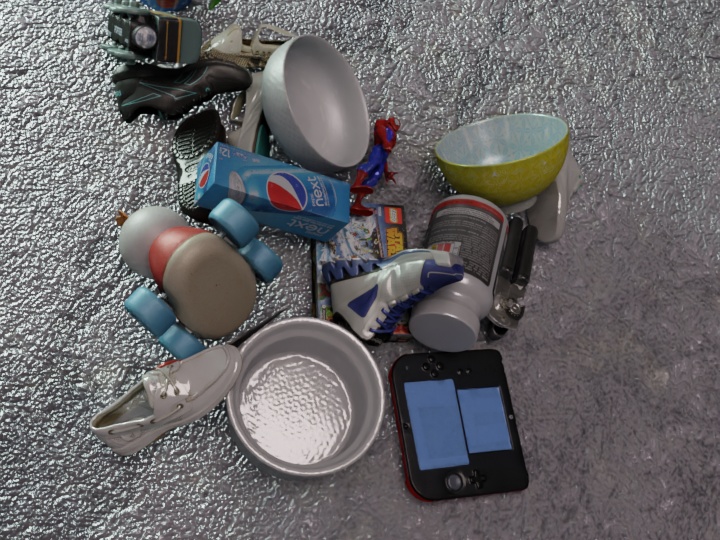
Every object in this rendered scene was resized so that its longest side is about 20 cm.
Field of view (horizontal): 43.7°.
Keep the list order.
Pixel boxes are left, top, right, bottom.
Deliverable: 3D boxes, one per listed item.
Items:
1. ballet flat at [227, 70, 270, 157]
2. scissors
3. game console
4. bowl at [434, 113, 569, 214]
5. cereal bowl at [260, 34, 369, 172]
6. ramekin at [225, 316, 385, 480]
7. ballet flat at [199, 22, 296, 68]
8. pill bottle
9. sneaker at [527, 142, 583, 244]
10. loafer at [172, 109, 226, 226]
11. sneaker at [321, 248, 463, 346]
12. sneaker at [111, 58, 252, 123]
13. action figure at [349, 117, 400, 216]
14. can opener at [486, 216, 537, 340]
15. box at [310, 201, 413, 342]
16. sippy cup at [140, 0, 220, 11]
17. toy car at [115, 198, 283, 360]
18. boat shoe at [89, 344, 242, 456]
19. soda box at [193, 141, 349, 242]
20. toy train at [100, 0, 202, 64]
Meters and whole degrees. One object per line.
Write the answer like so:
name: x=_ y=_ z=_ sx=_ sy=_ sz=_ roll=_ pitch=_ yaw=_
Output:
ballet flat: x=-0.159 y=-0.206 z=1.307 sx=0.069 sy=0.069 sz=0.201 roll=12 pitch=61 yaw=-10
scissors: x=-0.173 y=0.106 z=1.139 sx=0.199 sy=0.073 sz=0.014 roll=-27 pitch=51 yaw=-9
game console: x=0.132 y=0.207 z=1.222 sx=0.176 sy=0.031 sz=0.201 roll=-3 pitch=69 yaw=-16
bowl: x=0.217 y=-0.149 z=1.343 sx=0.200 sy=0.200 sz=0.108 roll=-28 pitch=119 yaw=-24
cereal bowl: x=-0.075 y=-0.231 z=1.296 sx=0.200 sy=0.083 sz=0.201 roll=27 pitch=55 yaw=-47
ramekin: x=-0.076 y=0.170 z=1.142 sx=0.199 sy=0.098 sz=0.201 roll=6 pitch=65 yaw=-13
ballet flat: x=-0.159 y=-0.335 z=1.348 sx=0.199 sy=0.076 sz=0.068 roll=-2 pitch=44 yaw=-15
pill bottle: x=0.135 y=0.003 z=1.252 sx=0.115 sy=0.116 sz=0.201 roll=22 pitch=57 yaw=-5
sneaker: x=0.312 y=-0.131 z=1.401 sx=0.088 sy=0.075 sz=0.201 roll=16 pitch=65 yaw=-30
loafer: x=-0.218 y=-0.140 z=1.258 sx=0.073 sy=0.071 sz=0.201 roll=-13 pitch=54 yaw=14
sneaker: x=0.042 y=0.039 z=1.172 sx=0.199 sy=0.080 sz=0.116 roll=-7 pitch=79 yaw=28
sneaker: x=-0.254 y=-0.255 z=1.295 sx=0.199 sy=0.075 sz=0.080 roll=-5 pitch=80 yaw=-3
action figure: x=0.028 y=-0.163 z=1.318 sx=0.051 sy=0.066 sz=0.201 roll=4 pitch=45 yaw=12
can opener: x=0.215 y=0.013 z=1.322 sx=0.053 sy=0.067 sz=0.201 roll=26 pitch=50 yaw=-8
box: x=0.000 y=0.000 z=1.269 sx=0.136 sy=0.040 sz=0.201 roll=3 pitch=67 yaw=-13
sippy cup: x=-0.289 y=-0.461 z=1.336 sx=0.139 sy=0.130 sz=0.179 roll=-15 pitch=72 yaw=-22
toy car: x=-0.241 y=-0.014 z=1.168 sx=0.200 sy=0.177 sz=0.184 roll=33 pitch=74 yaw=32
boat shoe: x=-0.234 y=0.149 z=1.073 sx=0.200 sy=0.069 sz=0.071 roll=-36 pitch=49 yaw=4
soda box: x=-0.115 y=-0.101 z=1.190 sx=0.199 sy=0.068 sz=0.064 roll=14 pitch=62 yaw=-29
toy train: x=-0.296 y=-0.332 z=1.260 sx=0.113 sy=0.200 sz=0.086 roll=0 pitch=107 yaw=-26
